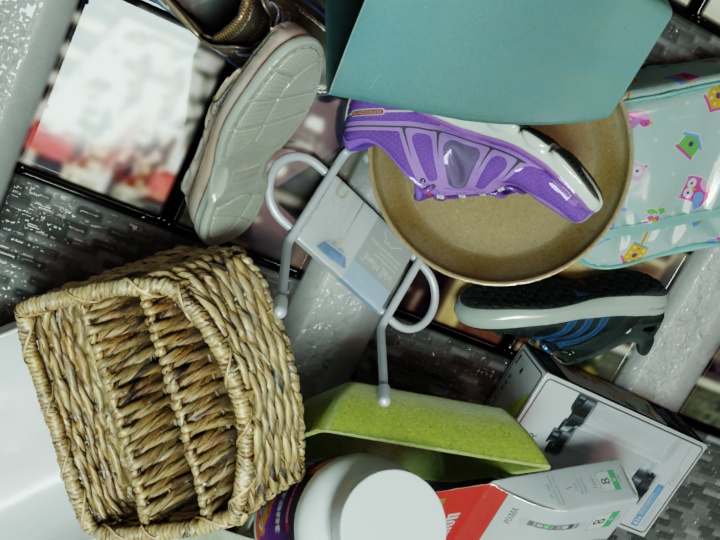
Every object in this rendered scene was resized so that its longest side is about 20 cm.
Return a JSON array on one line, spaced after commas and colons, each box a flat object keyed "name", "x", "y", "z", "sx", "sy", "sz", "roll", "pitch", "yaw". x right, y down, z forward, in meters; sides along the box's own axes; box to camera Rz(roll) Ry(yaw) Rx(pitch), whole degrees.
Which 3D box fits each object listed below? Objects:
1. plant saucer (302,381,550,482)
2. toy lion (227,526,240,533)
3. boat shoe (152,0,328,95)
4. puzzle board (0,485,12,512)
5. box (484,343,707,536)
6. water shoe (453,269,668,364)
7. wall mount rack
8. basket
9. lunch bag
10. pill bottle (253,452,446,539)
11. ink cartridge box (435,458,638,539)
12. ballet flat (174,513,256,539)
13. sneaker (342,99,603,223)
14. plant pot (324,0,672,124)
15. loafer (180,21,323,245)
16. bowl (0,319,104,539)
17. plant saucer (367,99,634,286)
[{"name": "plant saucer", "x": 0.030, "y": 0.138, "z": 0.886, "sx": 0.199, "sy": 0.200, "sz": 0.048, "roll": 13, "pitch": 72, "yaw": -18}, {"name": "toy lion", "x": -0.178, "y": 0.283, "z": 0.951, "sx": 0.192, "sy": 0.069, "sz": 0.200, "roll": -44, "pitch": 116, "yaw": -1}, {"name": "boat shoe", "x": -0.087, "y": -0.181, "z": 0.757, "sx": 0.199, "sy": 0.072, "sz": 0.073, "roll": 26, "pitch": 105, "yaw": -22}, {"name": "puzzle board", "x": -0.375, "y": 0.215, "z": 0.889, "sx": 0.150, "sy": 0.017, "sz": 0.201, "roll": -21, "pitch": 114, "yaw": -4}, {"name": "box", "x": 0.211, "y": 0.163, "z": 0.985, "sx": 0.199, "sy": 0.060, "sz": 0.117, "roll": 26, "pitch": 105, "yaw": -22}, {"name": "water shoe", "x": 0.179, "y": 0.050, "z": 0.922, "sx": 0.198, "sy": 0.072, "sz": 0.079, "roll": -3, "pitch": 116, "yaw": -12}, {"name": "wall mount rack", "x": 0.000, "y": 0.000, "z": 0.824, "sx": 0.200, "sy": 0.074, "sz": 0.174, "roll": 42, "pitch": 65, "yaw": -25}, {"name": "basket", "x": -0.139, "y": 0.095, "z": 0.769, "sx": 0.148, "sy": 0.142, "sz": 0.202, "roll": -22, "pitch": 106, "yaw": -40}, {"name": "lunch bag", "x": 0.256, "y": -0.087, "z": 0.876, "sx": 0.198, "sy": 0.077, "sz": 0.162, "roll": -10, "pitch": 114, "yaw": -7}, {"name": "pill bottle", "x": -0.009, "y": 0.202, "z": 0.824, "sx": 0.111, "sy": 0.200, "sz": 0.112, "roll": 5, "pitch": 77, "yaw": -20}, {"name": "ink cartridge box", "x": 0.125, "y": 0.239, "z": 0.918, "sx": 0.199, "sy": 0.050, "sz": 0.161, "roll": -6, "pitch": 140, "yaw": -23}, {"name": "ballet flat", "x": -0.116, "y": 0.235, "z": 0.914, "sx": 0.199, "sy": 0.067, "sz": 0.063, "roll": 29, "pitch": 62, "yaw": -31}, {"name": "sneaker", "x": 0.079, "y": -0.079, "z": 0.756, "sx": 0.199, "sy": 0.081, "sz": 0.084, "roll": 26, "pitch": 103, "yaw": 15}, {"name": "plant pot", "x": 0.091, "y": -0.184, "z": 0.697, "sx": 0.199, "sy": 0.142, "sz": 0.142, "roll": 14, "pitch": 131, "yaw": -15}, {"name": "loafer", "x": -0.090, "y": -0.104, "z": 0.757, "sx": 0.072, "sy": 0.063, "sz": 0.200, "roll": -19, "pitch": 150, "yaw": -40}, {"name": "bowl", "x": -0.285, "y": 0.141, "z": 0.838, "sx": 0.199, "sy": 0.075, "sz": 0.201, "roll": -27, "pitch": 114, "yaw": -12}, {"name": "plant saucer", "x": 0.105, "y": -0.087, "z": 0.798, "sx": 0.198, "sy": 0.035, "sz": 0.202, "roll": 0, "pitch": 86, "yaw": 5}]
